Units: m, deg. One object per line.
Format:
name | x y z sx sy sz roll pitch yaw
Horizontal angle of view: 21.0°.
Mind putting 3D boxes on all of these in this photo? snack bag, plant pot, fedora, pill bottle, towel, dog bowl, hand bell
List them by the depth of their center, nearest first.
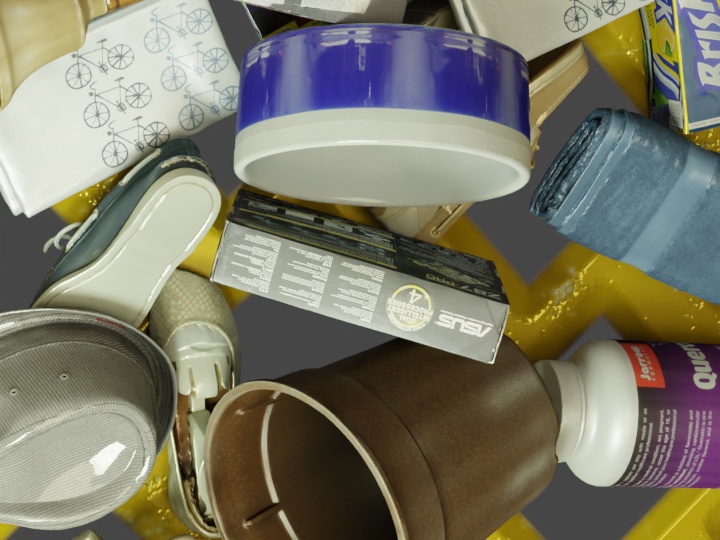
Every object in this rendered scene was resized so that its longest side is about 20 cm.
hand bell | -0.160 -0.182 1.275 0.198 0.104 0.105 -18 108 -19
dog bowl | 0.015 -0.100 1.298 0.198 0.200 0.080 5 79 -19
snack bag | -0.193 -0.164 1.330 0.187 0.021 0.202 -26 110 -10
fedora | -0.218 0.117 1.334 0.198 0.091 0.178 -11 124 -9
snack bag | 0.128 -0.261 1.350 0.187 0.021 0.202 -25 101 -18
plant pot | 0.026 0.135 1.376 0.197 0.199 0.202 -26 112 -39
towel | 0.238 -0.048 1.483 0.199 0.049 0.112 24 118 -19
pill bottle | 0.229 0.111 1.497 0.198 0.112 0.114 3 102 -20

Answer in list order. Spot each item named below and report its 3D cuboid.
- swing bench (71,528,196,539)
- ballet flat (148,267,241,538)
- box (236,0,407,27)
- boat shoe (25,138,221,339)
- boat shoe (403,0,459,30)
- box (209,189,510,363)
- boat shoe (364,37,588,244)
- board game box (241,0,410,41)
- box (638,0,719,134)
swing bench | -0.140 0.294 1.387 0.199 0.199 0.130 47 62 -23
ballet flat | -0.112 0.098 1.407 0.067 0.062 0.202 -10 105 -16
box | -0.031 -0.265 1.234 0.131 0.114 0.202 7 99 -38
boat shoe | -0.175 -0.010 1.356 0.074 0.062 0.200 25 116 -32
boat shoe | 0.099 -0.191 1.408 0.199 0.076 0.072 -31 118 -3
box | 0.000 0.000 1.341 0.198 0.161 0.050 16 98 -4
boat shoe | 0.094 -0.093 1.429 0.200 0.074 0.069 -40 115 4
board game box | -0.022 -0.274 1.349 0.199 0.062 0.201 -30 108 -7
box | 0.250 -0.209 1.454 0.069 0.064 0.202 -13 107 -15
